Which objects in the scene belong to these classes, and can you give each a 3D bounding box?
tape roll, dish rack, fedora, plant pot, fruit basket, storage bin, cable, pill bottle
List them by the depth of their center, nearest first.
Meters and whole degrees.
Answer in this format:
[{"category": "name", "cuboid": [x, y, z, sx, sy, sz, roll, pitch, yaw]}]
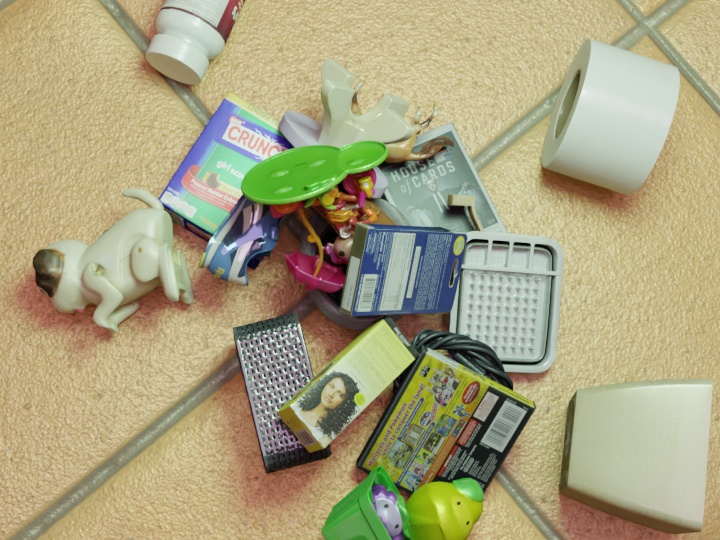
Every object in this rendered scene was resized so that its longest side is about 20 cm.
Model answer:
[{"category": "fruit basket", "cuboid": [0.077, 0.358, 1.456, 0.215, 0.156, 0.216, 1, 99, 9]}, {"category": "storage bin", "cuboid": [-0.110, 0.172, 1.496, 0.093, 0.135, 0.201, -13, 79, -8]}, {"category": "plant pot", "cuboid": [0.376, 0.254, 1.508, 0.176, 0.200, 0.201, 6, 76, 7]}, {"category": "cable", "cuboid": [0.133, 0.173, 1.527, 0.163, 0.051, 0.201, -21, 99, 10]}, {"category": "fedora", "cuboid": [0.000, 0.000, 1.570, 0.176, 0.090, 0.201, -16, 72, -10]}, {"category": "dish rack", "cuboid": [0.207, 0.047, 1.580, 0.171, 0.044, 0.201, 4, 90, -16]}, {"category": "tape roll", "cuboid": [0.370, -0.227, 1.604, 0.139, 0.203, 0.203, 18, 76, -1]}, {"category": "pill bottle", "cuboid": [-0.243, -0.390, 1.626, 0.109, 0.110, 0.201, 22, 76, 0]}]

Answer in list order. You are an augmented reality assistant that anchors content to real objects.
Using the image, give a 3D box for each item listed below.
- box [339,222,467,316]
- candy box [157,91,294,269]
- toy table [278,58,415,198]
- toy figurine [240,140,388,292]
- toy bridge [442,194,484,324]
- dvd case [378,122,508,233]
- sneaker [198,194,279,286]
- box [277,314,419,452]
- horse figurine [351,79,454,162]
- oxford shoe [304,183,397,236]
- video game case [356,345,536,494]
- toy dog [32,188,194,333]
[{"category": "box", "cuboid": [0.062, 0.000, 1.469, 0.200, 0.032, 0.122, 1, 104, -43]}, {"category": "candy box", "cuboid": [-0.174, -0.133, 1.591, 0.169, 0.077, 0.200, 31, 76, 1]}, {"category": "toy table", "cuboid": [-0.017, -0.205, 1.525, 0.200, 0.184, 0.117, 39, 112, 19]}, {"category": "toy figurine", "cuboid": [-0.041, -0.061, 1.453, 0.199, 0.150, 0.185, -16, 121, -2]}, {"category": "toy bridge", "cuboid": [0.159, -0.012, 1.602, 0.067, 0.027, 0.201, 2, 91, -14]}, {"category": "dvd case", "cuboid": [0.116, -0.110, 1.642, 0.150, 0.025, 0.201, -24, 81, -11]}, {"category": "sneaker", "cuboid": [-0.143, -0.067, 1.509, 0.082, 0.074, 0.200, 35, 84, -2]}, {"category": "box", "cuboid": [-0.014, 0.149, 1.431, 0.075, 0.050, 0.200, 50, 58, -5]}, {"category": "horse figurine", "cuboid": [0.038, -0.210, 1.626, 0.199, 0.050, 0.133, 22, 66, 16]}, {"category": "oxford shoe", "cuboid": [-0.002, -0.075, 1.512, 0.200, 0.071, 0.071, 36, 69, 7]}, {"category": "video game case", "cuboid": [0.119, 0.230, 1.509, 0.180, 0.026, 0.200, 27, 104, -7]}, {"category": "toy dog", "cuboid": [-0.357, -0.007, 1.509, 0.199, 0.140, 0.195, -14, 94, 1]}]
